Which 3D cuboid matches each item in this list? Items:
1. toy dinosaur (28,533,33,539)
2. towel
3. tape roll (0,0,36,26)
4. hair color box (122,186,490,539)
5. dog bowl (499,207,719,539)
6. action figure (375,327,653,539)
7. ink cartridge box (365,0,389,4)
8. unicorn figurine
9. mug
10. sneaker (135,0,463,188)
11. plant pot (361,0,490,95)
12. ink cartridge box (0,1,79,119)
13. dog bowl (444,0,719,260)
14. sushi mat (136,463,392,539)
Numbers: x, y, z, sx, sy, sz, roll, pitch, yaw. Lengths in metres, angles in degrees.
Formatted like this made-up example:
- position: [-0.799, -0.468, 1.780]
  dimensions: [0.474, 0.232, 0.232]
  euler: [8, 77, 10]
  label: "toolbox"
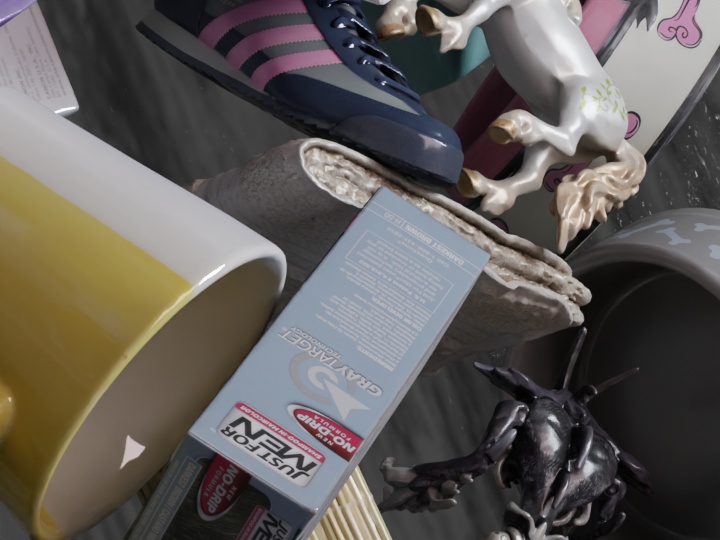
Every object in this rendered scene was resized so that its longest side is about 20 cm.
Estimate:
- position: [-0.055, 0.171, 1.130]
  dimensions: [0.200, 0.077, 0.102]
  euler: [25, 57, -28]
  label: "toy dinosaur"
- position: [0.000, 0.000, 1.266]
  dimensions: [0.200, 0.133, 0.034]
  euler: [25, 58, -38]
  label: "towel"
- position: [-0.215, -0.169, 1.087]
  dimensions: [0.200, 0.085, 0.200]
  euler: [21, 56, -35]
  label: "tape roll"
- position: [-0.024, 0.059, 1.117]
  dimensions: [0.061, 0.099, 0.200]
  euler: [33, 37, 3]
  label: "hair color box"
- position: [0.153, 0.071, 1.349]
  dimensions: [0.059, 0.200, 0.200]
  euler: [-8, 75, -48]
  label: "dog bowl"
- position: [0.063, 0.123, 1.296]
  dimensions: [0.119, 0.102, 0.200]
  euler: [40, 58, -24]
  label: "action figure"
- position: [-0.048, -0.194, 1.204]
  dimensions: [0.145, 0.200, 0.084]
  euler: [-41, 144, -61]
  label: "ink cartridge box"
- position: [0.080, -0.115, 1.292]
  dimensions: [0.137, 0.074, 0.200]
  euler: [-24, 102, -39]
  label: "unicorn figurine"
- position: [-0.138, 0.002, 1.069]
  dimensions: [0.153, 0.149, 0.187]
  euler: [40, 4, 13]
  label: "mug"
- position: [-0.019, -0.106, 1.254]
  dimensions: [0.082, 0.200, 0.070]
  euler: [-59, 145, 1]
  label: "sneaker"
- position: [-0.008, -0.186, 1.369]
  dimensions: [0.141, 0.141, 0.200]
  euler: [-41, 110, -52]
  label: "plant pot"
- position: [-0.229, -0.119, 1.145]
  dimensions: [0.200, 0.057, 0.163]
  euler: [-17, 82, -43]
  label: "ink cartridge box"
- position: [0.115, -0.094, 1.416]
  dimensions: [0.074, 0.200, 0.200]
  euler: [37, 42, -6]
  label: "dog bowl"
- position: [-0.019, 0.158, 1.202]
  dimensions: [0.096, 0.012, 0.200]
  euler: [-25, 88, -10]
  label: "sushi mat"
